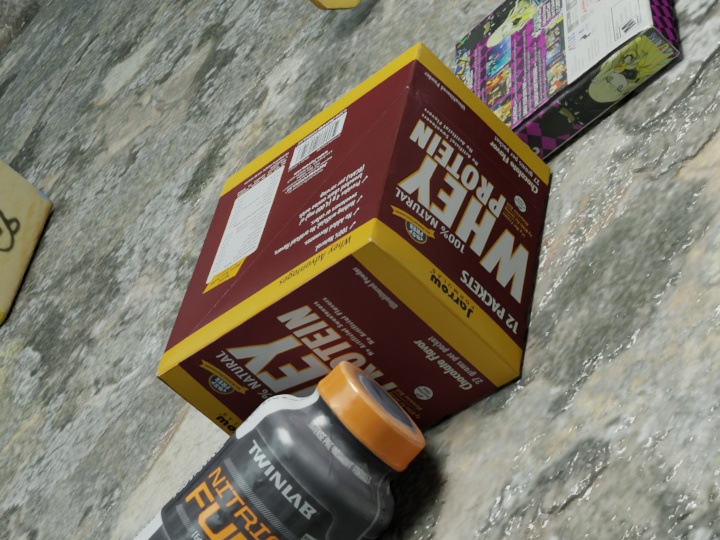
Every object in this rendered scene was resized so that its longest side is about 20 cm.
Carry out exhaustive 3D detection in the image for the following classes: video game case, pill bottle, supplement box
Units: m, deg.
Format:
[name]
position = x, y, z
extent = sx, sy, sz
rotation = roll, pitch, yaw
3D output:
[video game case]
position = 0.140, -0.157, 1.349
extent = 0.181, 0.036, 0.201
rotation = -38, 25, 25
[pill bottle]
position = -0.053, 0.148, 1.131
extent = 0.200, 0.106, 0.106
rotation = -47, 23, 6
[supplement box]
position = 0.000, 0.000, 1.232
extent = 0.197, 0.133, 0.201
rotation = -32, 28, 34

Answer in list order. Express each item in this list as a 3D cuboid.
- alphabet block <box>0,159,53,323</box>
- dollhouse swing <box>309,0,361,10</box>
[alphabet block]
position = -0.484, -0.024, 2.080
extent = 0.196, 0.195, 0.201
rotation = -36, 26, 32
[dollhouse swing]
position = -0.047, -0.360, 1.798
extent = 0.176, 0.200, 0.182
rotation = -50, 23, -2
